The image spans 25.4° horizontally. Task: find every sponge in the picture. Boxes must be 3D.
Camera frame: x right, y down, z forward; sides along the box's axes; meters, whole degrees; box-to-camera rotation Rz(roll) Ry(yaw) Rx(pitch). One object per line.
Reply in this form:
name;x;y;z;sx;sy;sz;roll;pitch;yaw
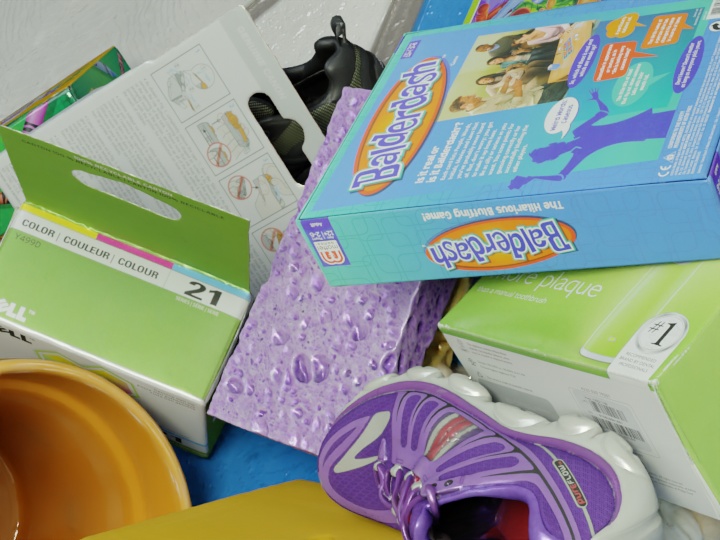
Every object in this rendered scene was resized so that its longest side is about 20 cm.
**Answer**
sponge;0.000;0.000;0.849;0.111;0.030;0.202;14;79;43

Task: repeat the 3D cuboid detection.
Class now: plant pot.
plant pot;-0.222;0.151;0.908;0.183;0.200;0.202;-4;54;58

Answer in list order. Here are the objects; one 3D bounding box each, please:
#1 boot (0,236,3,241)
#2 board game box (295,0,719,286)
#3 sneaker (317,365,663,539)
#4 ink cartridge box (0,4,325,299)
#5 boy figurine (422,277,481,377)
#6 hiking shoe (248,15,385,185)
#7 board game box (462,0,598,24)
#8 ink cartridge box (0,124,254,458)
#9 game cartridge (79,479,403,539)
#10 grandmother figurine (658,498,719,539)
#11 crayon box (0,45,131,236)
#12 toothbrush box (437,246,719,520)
boot;-0.191;-0.041;1.116;0.202;0.071;0.144;-50;32;-13
board game box;0.087;-0.064;0.731;0.198;0.045;0.153;-4;40;32
sneaker;0.038;0.095;0.700;0.083;0.082;0.199;-21;14;-34
ink cartridge box;-0.105;-0.048;0.973;0.199;0.163;0.057;-29;13;17
boy figurine;0.046;0.013;0.867;0.198;0.064;0.126;-6;69;41
hiking shoe;-0.068;-0.081;1.013;0.199;0.101;0.076;-39;40;9
board game box;0.147;-0.136;0.915;0.198;0.045;0.136;3;61;42
ink cartridge box;-0.138;0.016;0.876;0.146;0.200;0.076;21;68;5
game cartridge;-0.018;0.141;0.753;0.198;0.175;0.033;3;97;43
grandmother figurine;0.202;0.083;0.687;0.199;0.061;0.122;-23;18;29
crayon box;-0.217;-0.089;1.109;0.118;0.059;0.200;-32;13;8
toothbrush box;0.157;-0.001;0.721;0.200;0.087;0.145;-44;29;-20
